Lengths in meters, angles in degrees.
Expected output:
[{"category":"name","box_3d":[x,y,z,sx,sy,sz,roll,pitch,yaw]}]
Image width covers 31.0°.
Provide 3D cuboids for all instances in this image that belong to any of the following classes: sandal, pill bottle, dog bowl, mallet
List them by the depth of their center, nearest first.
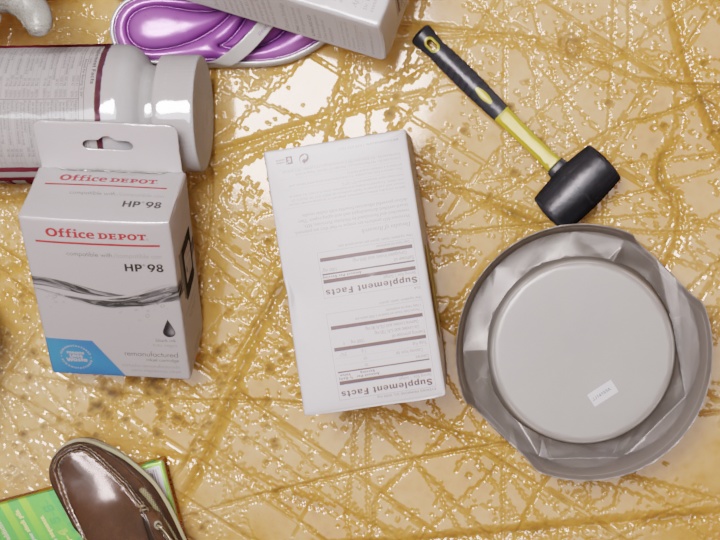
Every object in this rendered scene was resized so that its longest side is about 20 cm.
[{"category":"pill bottle","box_3d":[-0.221,-0.122,1.020,0.199,0.110,0.110,0,93,4]},{"category":"dog bowl","box_3d":[0.174,0.062,1.028,0.199,0.059,0.201,0,93,4]},{"category":"sandal","box_3d":[-0.103,-0.200,1.039,0.202,0.050,0.083,-13,92,4]},{"category":"mallet","box_3d":[0.111,-0.113,1.039,0.200,0.041,0.066,38,97,6]}]

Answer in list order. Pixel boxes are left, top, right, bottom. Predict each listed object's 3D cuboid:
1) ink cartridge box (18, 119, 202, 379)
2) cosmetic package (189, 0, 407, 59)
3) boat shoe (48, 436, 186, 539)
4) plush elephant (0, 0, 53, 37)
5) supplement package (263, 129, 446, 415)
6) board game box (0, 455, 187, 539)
[{"category":"ink cartridge box","box_3d":[-0.190,-0.012,0.993,0.115,0.067,0.201,2,130,4]},{"category":"cosmetic package","box_3d":[-0.059,-0.242,0.981,0.199,0.074,0.102,19,80,9]},{"category":"boat shoe","box_3d":[-0.174,0.218,1.025,0.075,0.075,0.202,-40,92,1]},{"category":"plush elephant","box_3d":[-0.271,-0.235,0.958,0.199,0.165,0.155,14,63,-5]},{"category":"supplement package","box_3d":[0.000,0.000,1.010,0.109,0.114,0.201,-9,93,5]},{"category":"board game box","box_3d":[-0.246,0.226,1.075,0.199,0.030,0.096,-15,91,-2]}]
